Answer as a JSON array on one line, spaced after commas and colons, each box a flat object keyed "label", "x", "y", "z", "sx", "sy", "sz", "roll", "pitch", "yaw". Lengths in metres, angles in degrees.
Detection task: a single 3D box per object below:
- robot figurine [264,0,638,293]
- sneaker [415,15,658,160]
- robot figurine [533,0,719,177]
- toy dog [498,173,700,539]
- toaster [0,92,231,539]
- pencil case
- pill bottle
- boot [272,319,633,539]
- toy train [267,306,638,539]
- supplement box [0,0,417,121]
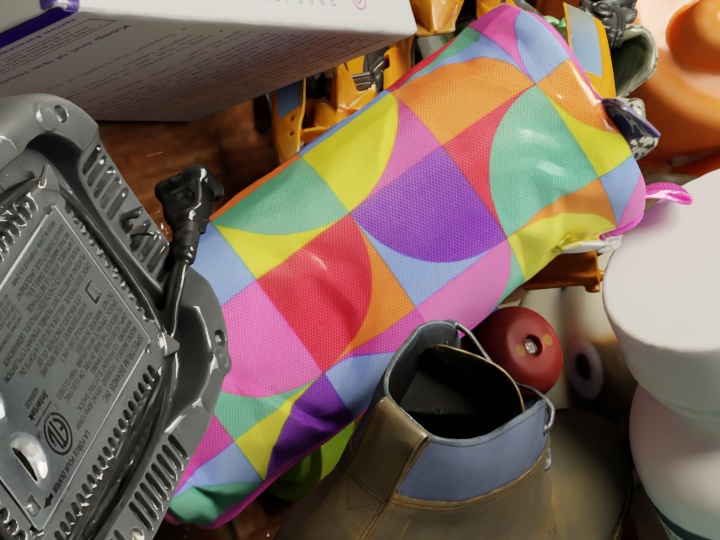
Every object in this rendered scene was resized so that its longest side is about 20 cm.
[{"label": "robot figurine", "x": 0.030, "y": -0.073, "z": 1.033, "sx": 0.058, "sy": 0.145, "sz": 0.200, "roll": 76, "pitch": 9, "yaw": -49}, {"label": "sneaker", "x": 0.075, "y": -0.070, "z": 1.134, "sx": 0.200, "sy": 0.089, "sz": 0.077, "roll": -99, "pitch": 165, "yaw": -61}, {"label": "robot figurine", "x": 0.137, "y": -0.102, "z": 1.210, "sx": 0.117, "sy": 0.200, "sz": 0.144, "roll": -39, "pitch": 94, "yaw": -13}, {"label": "toy dog", "x": 0.132, "y": 0.046, "z": 1.103, "sx": 0.200, "sy": 0.194, "sz": 0.140, "roll": 31, "pitch": 57, "yaw": -58}, {"label": "toaster", "x": -0.124, "y": 0.039, "z": 0.755, "sx": 0.114, "sy": 0.129, "sz": 0.200, "roll": 56, "pitch": 34, "yaw": -24}, {"label": "pencil case", "x": 0.000, "y": 0.000, "z": 0.906, "sx": 0.088, "sy": 0.200, "sz": 0.088, "roll": 56, "pitch": -3, "yaw": 4}, {"label": "pill bottle", "x": 0.156, "y": 0.065, "z": 0.956, "sx": 0.200, "sy": 0.120, "sz": 0.120, "roll": 62, "pitch": 31, "yaw": -34}, {"label": "boot", "x": 0.044, "y": 0.060, "z": 0.879, "sx": 0.075, "sy": 0.097, "sz": 0.200, "roll": 37, "pitch": 32, "yaw": 18}, {"label": "toy train", "x": 0.006, "y": 0.045, "z": 1.020, "sx": 0.116, "sy": 0.085, "sz": 0.200, "roll": -14, "pitch": 78, "yaw": -42}, {"label": "supplement box", "x": -0.083, "y": -0.109, "z": 0.928, "sx": 0.200, "sy": 0.103, "sz": 0.101, "roll": -3, "pitch": 75, "yaw": -57}]
